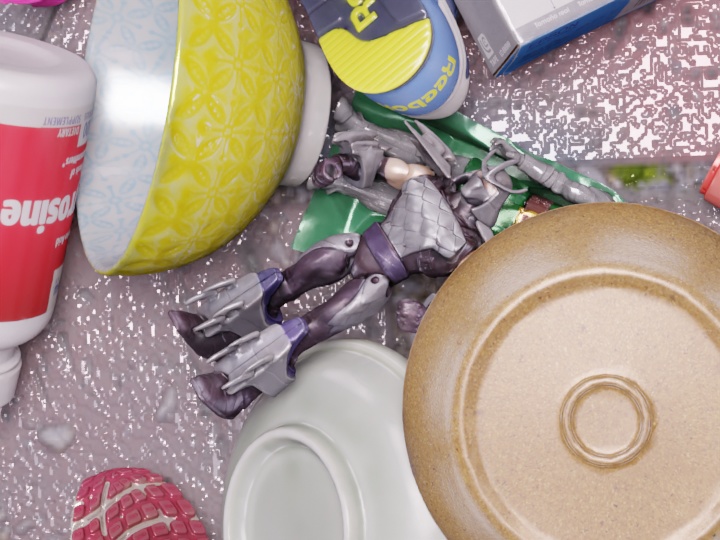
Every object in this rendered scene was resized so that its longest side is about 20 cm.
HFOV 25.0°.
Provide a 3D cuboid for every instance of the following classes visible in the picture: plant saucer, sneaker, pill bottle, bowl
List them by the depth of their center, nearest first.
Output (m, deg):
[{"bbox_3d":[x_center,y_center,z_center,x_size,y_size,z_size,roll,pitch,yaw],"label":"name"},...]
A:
[{"bbox_3d":[0.116,0.069,0.763,0.198,0.035,0.202,0,92,8],"label":"plant saucer"},{"bbox_3d":[-0.023,0.136,0.857,0.199,0.050,0.202,-6,81,47],"label":"plant saucer"},{"bbox_3d":[-0.079,-0.092,0.877,0.107,0.200,0.202,7,91,-23],"label":"bowl"},{"bbox_3d":[0.003,-0.161,0.890,0.074,0.082,0.201,-33,56,22],"label":"sneaker"},{"bbox_3d":[-0.219,-0.028,0.912,0.111,0.112,0.202,18,108,12],"label":"pill bottle"},{"bbox_3d":[-0.117,0.209,0.921,0.080,0.075,0.201,-14,72,-29],"label":"sneaker"}]

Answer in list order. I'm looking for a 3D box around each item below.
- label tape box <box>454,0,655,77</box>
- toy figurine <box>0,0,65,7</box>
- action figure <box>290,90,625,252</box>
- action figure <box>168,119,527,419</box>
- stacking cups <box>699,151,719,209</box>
[{"bbox_3d":[0.093,-0.226,0.861,0.143,0.063,0.201,-26,85,-10],"label":"label tape box"},{"bbox_3d":[-0.217,-0.237,0.928,0.199,0.150,0.186,-14,96,33],"label":"toy figurine"},{"bbox_3d":[0.072,-0.034,0.892,0.198,0.055,0.119,21,91,7],"label":"action figure"},{"bbox_3d":[0.000,0.000,0.837,0.199,0.069,0.131,-33,58,5],"label":"action figure"},{"bbox_3d":[0.271,-0.004,0.849,0.199,0.060,0.061,29,95,15],"label":"stacking cups"}]
